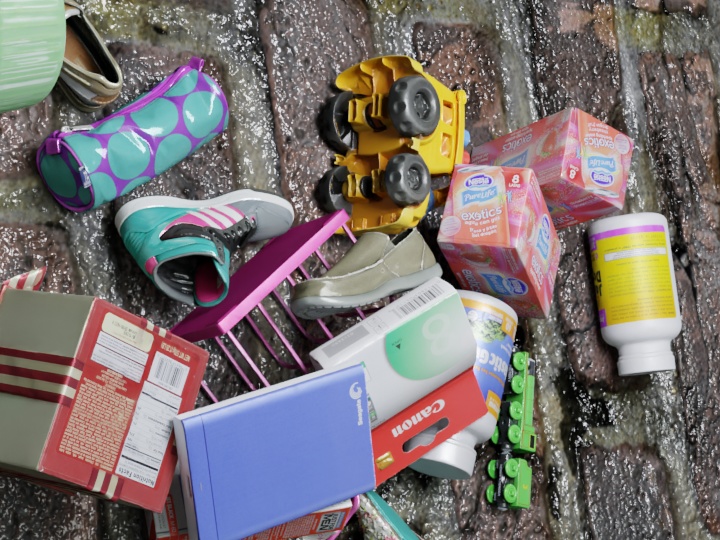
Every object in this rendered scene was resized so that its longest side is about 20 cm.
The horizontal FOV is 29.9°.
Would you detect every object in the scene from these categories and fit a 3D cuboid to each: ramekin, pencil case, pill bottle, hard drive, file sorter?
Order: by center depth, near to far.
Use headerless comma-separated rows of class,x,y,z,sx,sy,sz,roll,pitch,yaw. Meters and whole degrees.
ramekin,-0.365,-0.241,1.282,0.097,0.199,0.201,-15,88,-42
hard drive,-0.077,0.175,1.287,0.199,0.025,0.133,-15,107,-32
pencil case,-0.234,-0.141,1.407,0.200,0.085,0.093,-36,129,-34
file sorter,-0.082,0.053,1.435,0.200,0.139,0.126,-44,106,-31
pill bottle,0.110,0.133,1.558,0.112,0.112,0.201,25,67,-27
pill bottle,0.357,0.032,1.744,0.104,0.104,0.202,-1,80,-33

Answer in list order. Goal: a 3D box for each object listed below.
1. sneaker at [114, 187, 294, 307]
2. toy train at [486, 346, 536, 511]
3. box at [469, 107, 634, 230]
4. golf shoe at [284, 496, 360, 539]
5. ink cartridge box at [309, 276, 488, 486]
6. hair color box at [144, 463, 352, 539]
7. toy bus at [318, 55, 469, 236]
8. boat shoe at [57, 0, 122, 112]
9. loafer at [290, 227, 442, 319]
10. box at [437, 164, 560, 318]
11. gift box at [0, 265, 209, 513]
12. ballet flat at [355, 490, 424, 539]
sneaker,-0.147,-0.022,1.414,0.199,0.084,0.121,-5,51,-27
toy train,0.188,0.193,1.642,0.056,0.042,0.202,19,70,-39
box,0.221,-0.112,1.627,0.102,0.200,0.095,25,67,-27
golf shoe,-0.080,0.281,1.417,0.200,0.091,0.076,-43,106,-30
ink cartridge box,0.054,0.127,1.410,0.160,0.050,0.201,-31,122,-12
hair color box,-0.119,0.217,1.368,0.199,0.064,0.112,-6,58,-18
toy bus,0.060,-0.128,1.583,0.191,0.135,0.202,16,73,-46
boat shoe,-0.316,-0.257,1.388,0.200,0.068,0.075,48,59,-15
loafer,0.000,0.000,1.381,0.199,0.075,0.070,-17,89,-47
box,0.166,-0.031,1.572,0.200,0.094,0.103,57,43,-58
gift box,-0.266,0.107,1.256,0.184,0.186,0.201,39,62,-46
ballet flat,0.053,0.326,1.512,0.200,0.076,0.064,43,94,-12
